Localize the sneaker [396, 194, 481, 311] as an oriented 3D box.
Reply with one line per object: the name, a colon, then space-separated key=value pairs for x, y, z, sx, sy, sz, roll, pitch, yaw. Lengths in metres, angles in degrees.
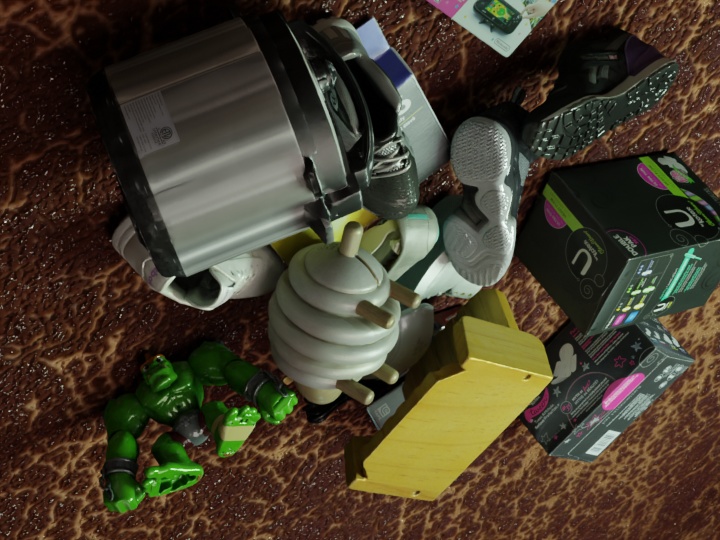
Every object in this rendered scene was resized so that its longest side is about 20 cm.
sneaker: x=0.069 y=0.020 z=1.477 sx=0.200 sy=0.074 sz=0.116 roll=-43 pitch=143 yaw=6

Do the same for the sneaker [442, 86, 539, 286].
sneaker: x=0.140 y=-0.083 z=1.374 sx=0.114 sy=0.075 sz=0.200 roll=-46 pitch=147 yaw=-40

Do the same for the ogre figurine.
ogre figurine: x=-0.175 y=0.143 z=1.357 sx=0.200 sy=0.120 sz=0.098 roll=-44 pitch=142 yaw=7

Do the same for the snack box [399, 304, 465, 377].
snack box: x=0.038 y=0.095 z=1.582 sx=0.200 sy=0.024 sz=0.072 roll=-17 pitch=143 yaw=-28

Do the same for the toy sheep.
toy sheep: x=-0.021 y=0.041 z=1.295 sx=0.138 sy=0.138 sz=0.200 roll=-8 pitch=127 yaw=-37

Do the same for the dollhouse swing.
dollhouse swing: x=0.071 y=0.108 z=1.461 sx=0.182 sy=0.176 sz=0.200 roll=16 pitch=125 yaw=-41

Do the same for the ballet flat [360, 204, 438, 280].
ballet flat: x=0.000 y=0.000 z=1.378 sx=0.064 sy=0.067 sz=0.200 roll=3 pitch=143 yaw=-40

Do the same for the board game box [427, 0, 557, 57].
board game box: x=0.138 y=-0.296 z=1.169 sx=0.200 sy=0.064 sz=0.147 roll=-49 pitch=145 yaw=15

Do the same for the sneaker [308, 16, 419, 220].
sneaker: x=0.009 y=-0.109 z=1.168 sx=0.075 sy=0.116 sz=0.200 roll=-29 pitch=121 yaw=-4

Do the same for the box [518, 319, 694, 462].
box: x=0.309 y=0.139 z=1.807 sx=0.200 sy=0.115 sz=0.132 roll=-48 pitch=147 yaw=17

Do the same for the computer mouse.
computer mouse: x=0.021 y=0.099 z=1.454 sx=0.110 sy=0.044 sz=0.200 roll=-18 pitch=161 yaw=-35

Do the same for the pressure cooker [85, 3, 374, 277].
pressure cooker: x=-0.091 y=-0.101 z=1.066 sx=0.200 sy=0.179 sz=0.176 roll=-23 pitch=113 yaw=-5

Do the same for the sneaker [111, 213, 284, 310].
sneaker: x=-0.134 y=0.007 z=1.248 sx=0.200 sy=0.100 sz=0.075 roll=14 pitch=121 yaw=-52

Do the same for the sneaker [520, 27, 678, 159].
sneaker: x=0.213 y=-0.176 z=1.355 sx=0.200 sy=0.088 sz=0.076 roll=-27 pitch=151 yaw=-33

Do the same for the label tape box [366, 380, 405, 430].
label tape box: x=0.117 y=0.147 z=1.657 sx=0.200 sy=0.066 sz=0.143 roll=-36 pitch=157 yaw=0

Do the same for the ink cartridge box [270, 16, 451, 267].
ink cartridge box: x=-0.024 y=-0.105 z=1.267 sx=0.198 sy=0.047 sz=0.200 roll=-37 pitch=149 yaw=1

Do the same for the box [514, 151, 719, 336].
box: x=0.304 y=-0.033 z=1.562 sx=0.200 sy=0.149 sz=0.124 roll=-11 pitch=140 yaw=-34
